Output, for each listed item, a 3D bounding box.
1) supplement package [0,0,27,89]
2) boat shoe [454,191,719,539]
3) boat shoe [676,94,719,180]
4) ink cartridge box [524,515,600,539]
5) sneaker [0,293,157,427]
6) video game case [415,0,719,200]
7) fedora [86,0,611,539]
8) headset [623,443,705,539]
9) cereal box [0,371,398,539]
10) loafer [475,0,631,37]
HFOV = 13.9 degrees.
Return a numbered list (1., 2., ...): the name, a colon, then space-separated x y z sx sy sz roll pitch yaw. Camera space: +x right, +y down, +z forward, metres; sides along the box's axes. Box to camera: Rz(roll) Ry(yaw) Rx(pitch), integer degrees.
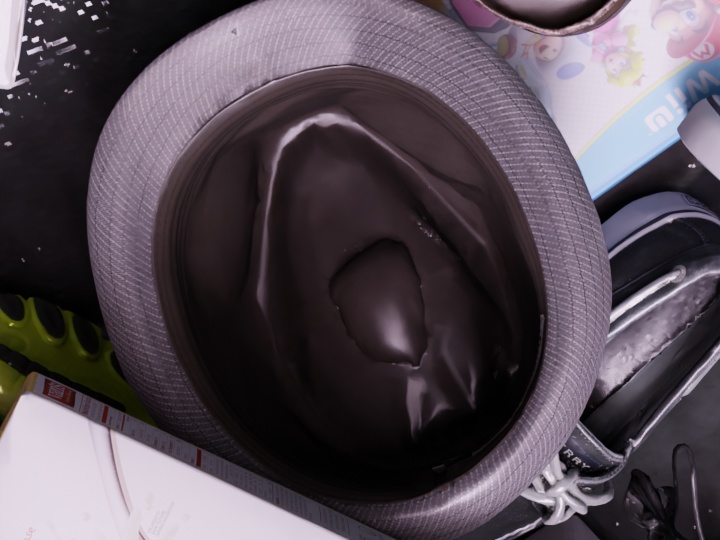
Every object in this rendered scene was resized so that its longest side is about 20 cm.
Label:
1. supplement package: -0.206 -0.145 0.985 0.200 0.121 0.120 6 117 -7
2. boat shoe: 0.074 0.060 1.131 0.199 0.068 0.074 -42 121 10
3. boat shoe: 0.211 -0.027 1.106 0.200 0.072 0.066 27 108 -19
4. ink cartridge box: 0.054 0.209 1.134 0.145 0.200 0.084 -37 112 19
5. sneaker: -0.088 0.081 1.147 0.200 0.074 0.084 35 129 -19
6. video game case: 0.065 -0.125 1.074 0.143 0.018 0.200 -36 114 13
7. fedora: 0.000 0.000 1.073 0.177 0.090 0.200 -32 87 6
8. headset: 0.183 0.127 1.169 0.200 0.094 0.124 27 112 -29
9. cereal box: -0.055 0.141 1.018 0.200 0.040 0.144 25 99 -7
10. loafer: 0.026 -0.151 1.008 0.073 0.071 0.200 -37 114 13
